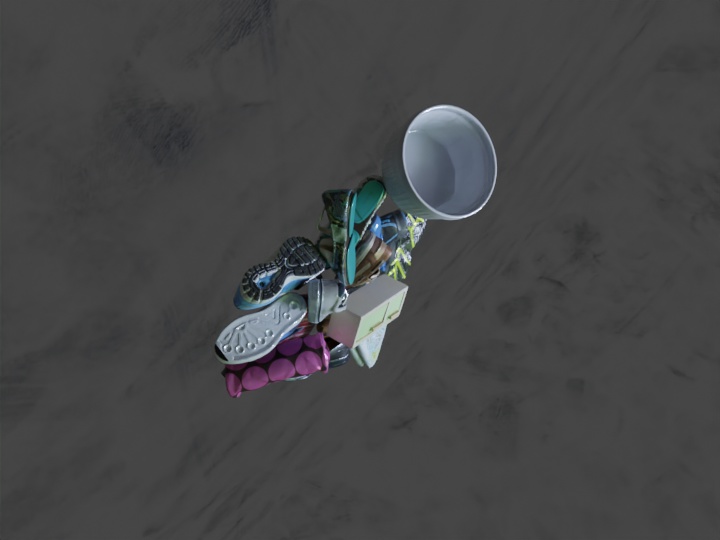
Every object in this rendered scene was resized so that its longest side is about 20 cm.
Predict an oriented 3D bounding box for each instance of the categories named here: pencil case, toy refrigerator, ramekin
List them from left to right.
[{"bbox_3d":[-0.154,0.176,1.470,0.200,0.091,0.094,-14,152,1],"label":"pencil case"},{"bbox_3d":[0.019,0.080,1.575,0.200,0.070,0.076,-30,141,-56],"label":"toy refrigerator"},{"bbox_3d":[0.131,-0.184,1.390,0.200,0.200,0.105,-42,-164,-25],"label":"ramekin"}]

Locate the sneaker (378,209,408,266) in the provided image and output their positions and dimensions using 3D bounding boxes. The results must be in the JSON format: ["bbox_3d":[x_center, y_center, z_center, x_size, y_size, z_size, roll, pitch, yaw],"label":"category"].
[{"bbox_3d":[0.037,-0.064,1.683,0.082,0.073,0.200,-13,154,-19],"label":"sneaker"}]

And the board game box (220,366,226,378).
[{"bbox_3d":[-0.187,0.145,1.593,0.200,0.028,0.135,-49,164,-1],"label":"board game box"}]

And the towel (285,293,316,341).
[{"bbox_3d":[-0.136,0.120,1.578,0.200,0.022,0.145,-56,162,18],"label":"towel"}]

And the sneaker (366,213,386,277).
[{"bbox_3d":[0.027,-0.047,1.570,0.066,0.078,0.200,-61,175,-29],"label":"sneaker"}]

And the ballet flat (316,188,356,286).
[{"bbox_3d":[-0.042,-0.060,1.379,0.074,0.074,0.200,-36,141,-40],"label":"ballet flat"}]

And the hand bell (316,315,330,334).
[{"bbox_3d":[-0.059,0.115,1.682,0.104,0.104,0.200,-52,173,9],"label":"hand bell"}]

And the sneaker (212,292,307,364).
[{"bbox_3d":[-0.190,0.120,1.398,0.200,0.081,0.146,-35,176,-34],"label":"sneaker"}]

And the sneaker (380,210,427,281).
[{"bbox_3d":[0.086,-0.075,1.777,0.075,0.076,0.200,20,95,-39],"label":"sneaker"}]

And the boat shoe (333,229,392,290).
[{"bbox_3d":[0.000,0.000,1.520,0.200,0.072,0.076,-50,-165,56],"label":"boat shoe"}]

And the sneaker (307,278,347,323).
[{"bbox_3d":[-0.059,0.058,1.427,0.200,0.071,0.073,111,-17,-82],"label":"sneaker"}]

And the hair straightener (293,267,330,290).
[{"bbox_3d":[-0.074,-0.020,1.519,0.200,0.041,0.077,-42,170,-42],"label":"hair straightener"}]

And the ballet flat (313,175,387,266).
[{"bbox_3d":[-0.018,-0.092,1.445,0.200,0.072,0.072,-51,165,12],"label":"ballet flat"}]

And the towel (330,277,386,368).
[{"bbox_3d":[0.004,0.087,1.696,0.171,0.048,0.200,-71,147,-42],"label":"towel"}]

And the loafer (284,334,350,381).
[{"bbox_3d":[-0.104,0.164,1.577,0.200,0.073,0.072,-17,136,-39],"label":"loafer"}]

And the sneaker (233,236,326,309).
[{"bbox_3d":[-0.144,0.007,1.345,0.200,0.078,0.090,-30,174,-43],"label":"sneaker"}]
